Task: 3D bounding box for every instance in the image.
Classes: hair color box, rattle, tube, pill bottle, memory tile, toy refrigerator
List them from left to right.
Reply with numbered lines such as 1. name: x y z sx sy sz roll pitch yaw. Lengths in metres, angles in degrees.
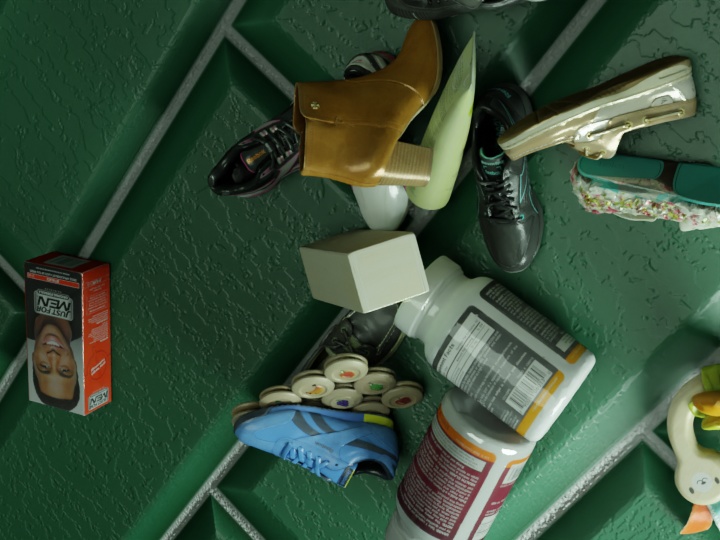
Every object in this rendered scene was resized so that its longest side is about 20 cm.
1. hair color box: -0.395 0.085 1.476 0.101 0.061 0.202 10 108 24
2. memory tile: -0.040 0.158 1.275 0.199 0.153 0.017 -28 50 30
3. toy refrigerator: 0.000 0.000 1.174 0.200 0.075 0.071 -172 66 -72
4. tube: 0.091 -0.144 1.122 0.058 0.052 0.201 51 149 26
5. pill bottle: 0.108 0.240 1.229 0.114 0.114 0.201 32 115 16
6. pill bottle: 0.141 0.080 1.169 0.199 0.116 0.117 37 117 14
7. rattle: 0.357 0.204 1.082 0.129 0.143 0.202 18 106 2

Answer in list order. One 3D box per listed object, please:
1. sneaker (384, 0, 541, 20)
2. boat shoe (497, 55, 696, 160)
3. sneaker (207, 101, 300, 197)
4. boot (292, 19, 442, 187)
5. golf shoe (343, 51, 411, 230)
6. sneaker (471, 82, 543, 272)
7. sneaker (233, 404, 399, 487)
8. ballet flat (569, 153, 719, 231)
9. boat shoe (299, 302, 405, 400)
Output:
1. sneaker: 0.104 -0.283 1.062 0.198 0.090 0.067 -1 102 28
2. boat shoe: 0.234 -0.142 1.064 0.198 0.074 0.070 -21 104 8
3. sneaker: -0.095 -0.137 1.249 0.200 0.086 0.081 -38 87 29
4. boot: 0.005 -0.181 1.103 0.143 0.071 0.203 9 70 -13
5. golf shoe: 0.008 -0.135 1.194 0.072 0.092 0.202 0 105 26
6. sneaker: 0.144 -0.092 1.143 0.075 0.079 0.202 -1 104 27
7. sneaker: -0.048 0.205 1.261 0.066 0.198 0.079 123 150 -53
8. ballet flat: 0.305 -0.074 1.082 0.199 0.076 0.064 15 141 27
9. boat shoe: -0.013 0.097 1.280 0.072 0.066 0.201 45 119 9
